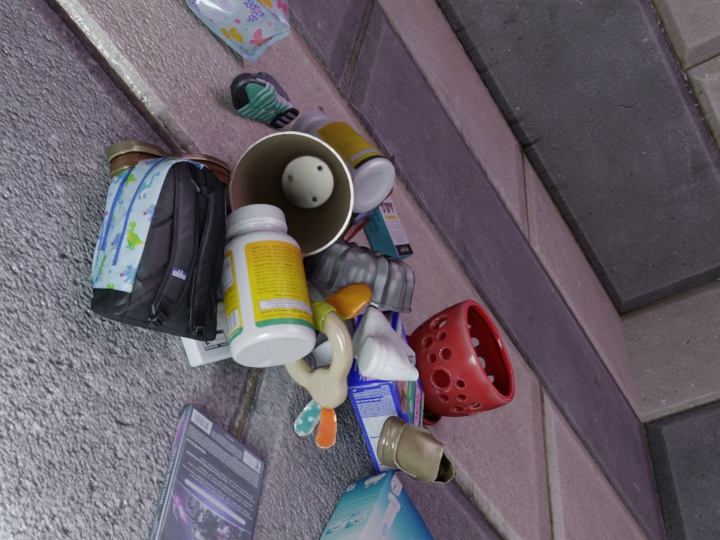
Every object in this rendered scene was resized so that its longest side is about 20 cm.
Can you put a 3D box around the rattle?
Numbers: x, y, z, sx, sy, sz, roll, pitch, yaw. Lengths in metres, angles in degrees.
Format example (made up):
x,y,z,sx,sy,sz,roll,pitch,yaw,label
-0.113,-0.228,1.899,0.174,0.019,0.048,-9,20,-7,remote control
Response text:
x,y,z,sx,sy,sz,roll,pitch,yaw,label
-0.037,0.135,1.183,0.143,0.130,0.201,-26,101,-67,rattle

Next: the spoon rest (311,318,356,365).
x,y,z,sx,sy,sz,roll,pitch,yaw,label
-0.038,0.118,1.325,0.200,0.060,0.100,-24,91,-79,spoon rest

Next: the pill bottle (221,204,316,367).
x,y,z,sx,sy,sz,roll,pitch,yaw,label
-0.129,0.018,1.095,0.113,0.113,0.201,28,44,-54,pill bottle

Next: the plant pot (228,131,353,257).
x,y,z,sx,sy,sz,roll,pitch,yaw,label
-0.095,-0.132,1.304,0.188,0.187,0.200,61,10,-9,plant pot

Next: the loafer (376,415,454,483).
x,y,z,sx,sy,sz,roll,pitch,yaw,label
0.086,0.268,1.214,0.200,0.067,0.076,42,59,-55,loafer

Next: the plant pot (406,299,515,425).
x,y,z,sx,sy,sz,roll,pitch,yaw,label
0.162,0.175,1.506,0.200,0.182,0.201,44,33,-38,plant pot

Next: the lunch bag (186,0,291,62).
x,y,z,sx,sy,sz,roll,pitch,yaw,label
-0.219,-0.496,1.424,0.200,0.127,0.170,35,36,-38,lunch bag

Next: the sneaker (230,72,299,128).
x,y,z,sx,sy,sz,roll,pitch,yaw,label
-0.180,-0.311,1.412,0.088,0.074,0.200,61,12,15,sneaker

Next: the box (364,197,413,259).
x,y,z,sx,sy,sz,roll,pitch,yaw,label
0.037,-0.113,1.677,0.082,0.049,0.200,-9,76,-64,box

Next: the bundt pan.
x,y,z,sx,sy,sz,roll,pitch,yaw,label
0.000,0.000,1.320,0.202,0.202,0.076,9,102,-62,bundt pan

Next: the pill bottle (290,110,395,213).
x,y,z,sx,sy,sz,roll,pitch,yaw,label
-0.038,-0.201,1.464,0.200,0.112,0.112,46,13,31,pill bottle

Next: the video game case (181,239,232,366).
x,y,z,sx,sy,sz,roll,pitch,yaw,label
-0.194,0.029,1.116,0.200,0.023,0.182,-8,75,-64,video game case

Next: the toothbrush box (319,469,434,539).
x,y,z,sx,sy,sz,roll,pitch,yaw,label
0.021,0.399,1.134,0.147,0.085,0.200,60,24,-11,toothbrush box

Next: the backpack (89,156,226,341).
x,y,z,sx,sy,sz,roll,pitch,yaw,label
-0.229,-0.035,0.955,0.163,0.153,0.201,20,85,-53,backpack

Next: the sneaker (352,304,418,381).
x,y,z,sx,sy,sz,roll,pitch,yaw,label
0.039,0.116,1.204,0.088,0.075,0.200,19,16,-11,sneaker

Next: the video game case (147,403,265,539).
x,y,z,sx,sy,sz,roll,pitch,yaw,label
-0.172,0.272,0.942,0.143,0.019,0.200,48,31,-33,video game case

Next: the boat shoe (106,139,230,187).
x,y,z,sx,sy,sz,roll,pitch,yaw,label
-0.250,-0.118,1.090,0.200,0.072,0.068,2,69,-53,boat shoe

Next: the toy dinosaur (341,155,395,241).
x,y,z,sx,sy,sz,roll,pitch,yaw,label
0.002,-0.128,1.572,0.181,0.105,0.201,-10,111,-56,toy dinosaur

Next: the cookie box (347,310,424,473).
x,y,z,sx,sy,sz,roll,pitch,yaw,label
0.045,0.194,1.317,0.171,0.075,0.200,-81,159,-52,cookie box
